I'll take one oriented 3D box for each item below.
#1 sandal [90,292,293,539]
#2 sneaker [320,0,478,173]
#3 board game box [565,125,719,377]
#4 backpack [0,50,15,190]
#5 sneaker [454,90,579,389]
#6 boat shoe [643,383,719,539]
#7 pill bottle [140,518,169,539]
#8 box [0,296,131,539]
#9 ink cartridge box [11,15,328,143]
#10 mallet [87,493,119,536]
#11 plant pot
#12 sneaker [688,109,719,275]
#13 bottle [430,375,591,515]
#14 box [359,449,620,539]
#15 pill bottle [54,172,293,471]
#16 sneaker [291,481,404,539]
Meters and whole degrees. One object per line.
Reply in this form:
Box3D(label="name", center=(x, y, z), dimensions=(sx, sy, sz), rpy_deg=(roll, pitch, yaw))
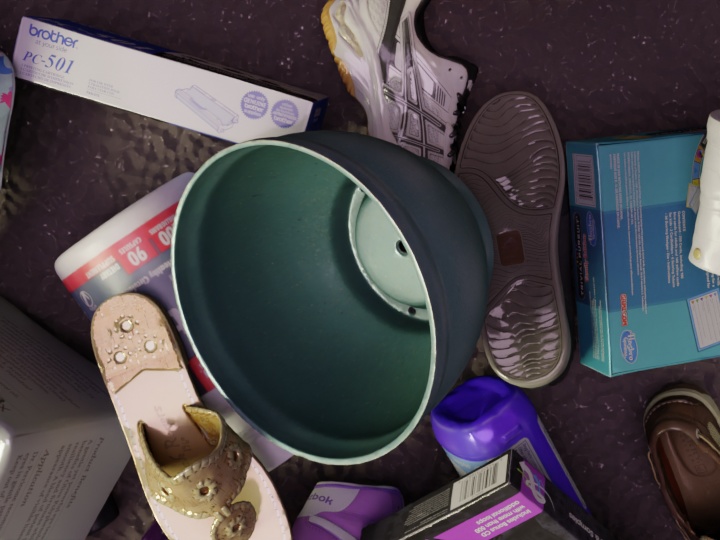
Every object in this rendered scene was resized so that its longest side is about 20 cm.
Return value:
Box3D(label="sandal", center=(-0.112, 0.112, 0.755), dimensions=(0.078, 0.070, 0.212), rpy_deg=(-27, 89, 0))
Box3D(label="sneaker", center=(0.046, -0.105, 0.835), dimensions=(0.088, 0.076, 0.200), rpy_deg=(-21, 98, 8))
Box3D(label="board game box", center=(0.241, -0.021, 0.815), dimensions=(0.200, 0.047, 0.151), rpy_deg=(-8, 100, -16))
Box3D(label="backpack", center=(-0.328, -0.102, 0.819), dimensions=(0.200, 0.150, 0.178), rpy_deg=(33, 118, 39))
Box3D(label="sneaker", center=(0.110, -0.017, 0.845), dimensions=(0.075, 0.106, 0.200), rpy_deg=(-3, 81, 14))
Box3D(label="boat shoe", center=(0.256, 0.183, 0.863), dimensions=(0.075, 0.075, 0.202), rpy_deg=(-31, 94, 23))
Box3D(label="pill bottle", center=(-0.119, 0.236, 0.847), dimensions=(0.112, 0.200, 0.113), rpy_deg=(1, 100, 5))
Box3D(label="box", center=(-0.295, 0.131, 0.836), dimensions=(0.200, 0.171, 0.199), rpy_deg=(33, 102, 19))
Box3D(label="ink cartridge box", center=(-0.127, -0.126, 0.837), dimensions=(0.200, 0.094, 0.044), rpy_deg=(16, 101, 2))
Box3D(label="mallet", center=(-0.285, 0.190, 0.940), dimensions=(0.200, 0.041, 0.066), rpy_deg=(-17, 97, 12))
Box3D(label="plant pot", center=(0.000, 0.000, 0.757), dimensions=(0.200, 0.134, 0.201), rpy_deg=(17, 119, 33))
Box3D(label="sneaker", center=(0.295, -0.041, 0.775), dimensions=(0.200, 0.074, 0.116), rpy_deg=(-1, 112, -20))
Box3D(label="bottle", center=(0.123, 0.171, 0.873), dimensions=(0.065, 0.084, 0.200), rpy_deg=(-35, 110, -15))
Box3D(label="box", center=(0.116, 0.216, 0.832), dimensions=(0.200, 0.036, 0.143), rpy_deg=(40, 126, -21))
Box3D(label="pill bottle", center=(-0.110, 0.044, 0.854), dimensions=(0.120, 0.120, 0.200), rpy_deg=(-33, 96, 10))
Box3D(label="sneaker", center=(0.032, 0.224, 0.898), dimensions=(0.073, 0.114, 0.200), rpy_deg=(-15, 134, 44))
